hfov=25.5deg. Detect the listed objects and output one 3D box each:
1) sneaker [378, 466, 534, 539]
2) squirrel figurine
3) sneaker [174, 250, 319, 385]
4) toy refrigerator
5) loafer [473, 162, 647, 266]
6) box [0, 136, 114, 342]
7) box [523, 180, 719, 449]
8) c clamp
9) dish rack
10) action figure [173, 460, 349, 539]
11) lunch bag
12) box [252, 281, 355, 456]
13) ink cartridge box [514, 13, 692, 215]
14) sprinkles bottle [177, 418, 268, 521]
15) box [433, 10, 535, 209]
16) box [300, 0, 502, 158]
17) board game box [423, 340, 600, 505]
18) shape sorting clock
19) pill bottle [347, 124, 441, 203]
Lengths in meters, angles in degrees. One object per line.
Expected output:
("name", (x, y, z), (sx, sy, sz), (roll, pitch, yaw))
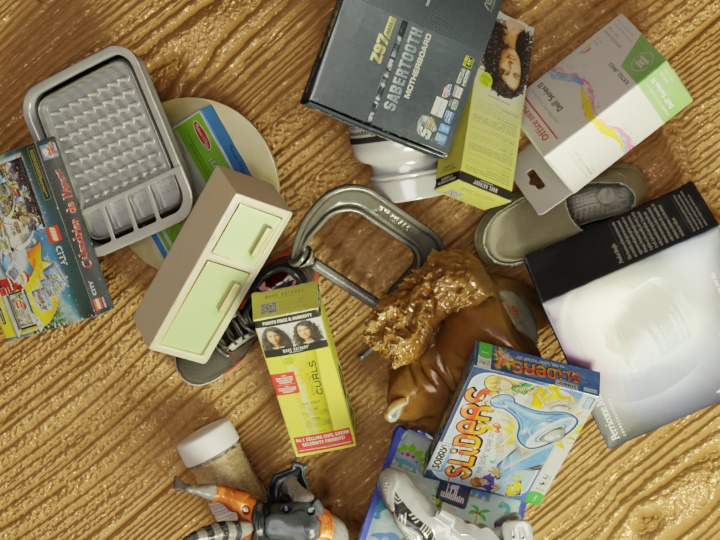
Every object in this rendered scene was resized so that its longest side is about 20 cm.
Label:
("sneaker", (0.109, 0.269, 1.659), (0.115, 0.075, 0.201), (-35, 92, -4))
("squirrel figurine", (0.085, 0.080, 1.715), (0.186, 0.142, 0.200), (-35, 118, 27))
("sneaker", (-0.134, 0.052, 1.755), (0.200, 0.082, 0.077), (-44, 92, 8))
("toy refrigerator", (-0.158, -0.003, 1.697), (0.076, 0.070, 0.201), (19, 111, -35))
("loafer", (0.215, -0.062, 1.720), (0.199, 0.068, 0.076), (-25, 95, 7))
("box", (-0.365, -0.032, 1.762), (0.136, 0.038, 0.201), (-15, 96, 29))
("box", (0.304, 0.049, 1.674), (0.197, 0.123, 0.201), (-24, 115, 8))
("c clamp", (0.000, 0.000, 1.707), (0.171, 0.027, 0.200), (-40, 124, 17))
("dish rack", (-0.267, -0.131, 1.732), (0.171, 0.043, 0.201), (-21, 93, 30))
("action figure", (-0.101, 0.305, 1.708), (0.192, 0.105, 0.202), (-1, 80, -13))
("lunch bag", (0.085, 0.290, 1.754), (0.169, 0.127, 0.201), (21, 77, 1))
("box", (-0.059, 0.108, 1.721), (0.075, 0.050, 0.201), (-10, 127, 4))
("ink cartridge box", (0.233, -0.164, 1.676), (0.200, 0.117, 0.067), (-39, 128, 8))
("sprinkles bottle", (-0.132, 0.268, 1.790), (0.068, 0.068, 0.201), (-27, 95, 7))
("box", (0.130, -0.171, 1.671), (0.075, 0.050, 0.201), (18, 73, -31))
("box", (0.045, -0.233, 1.612), (0.157, 0.051, 0.201), (21, 88, -14))
("board game box", (0.155, 0.163, 1.669), (0.134, 0.035, 0.201), (14, 136, -4))
("shape sorting clock", (-0.184, -0.090, 1.763), (0.199, 0.039, 0.202), (3, 99, 16))
("pill bottle", (0.039, -0.176, 1.698), (0.111, 0.111, 0.202), (-8, 97, 6))
